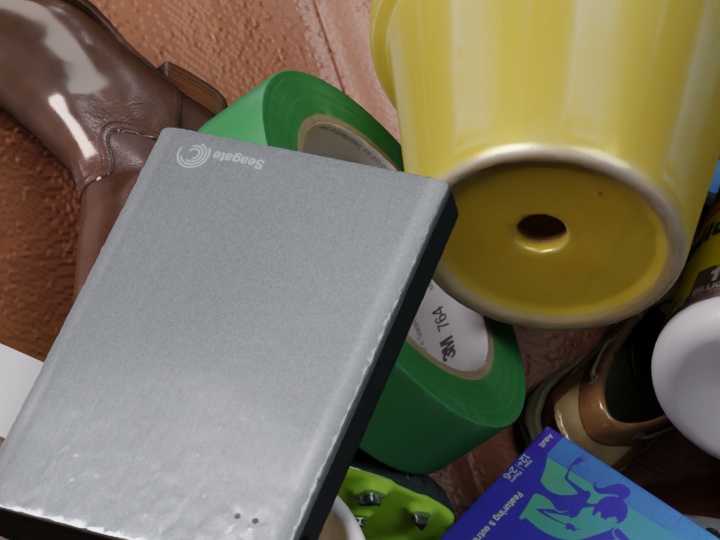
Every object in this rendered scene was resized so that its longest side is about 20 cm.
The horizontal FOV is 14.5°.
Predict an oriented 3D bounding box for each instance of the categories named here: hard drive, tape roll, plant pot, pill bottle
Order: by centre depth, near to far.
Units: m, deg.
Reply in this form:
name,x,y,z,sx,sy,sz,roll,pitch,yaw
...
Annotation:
name,x,y,z,sx,sy,sz,roll,pitch,yaw
hard drive,-0.058,0.036,1.191,0.140,0.033,0.200,12,59,22
tape roll,0.000,0.000,1.344,0.200,0.048,0.200,45,23,-26
plant pot,0.097,-0.082,1.372,0.201,0.201,0.189,27,47,-19
pill bottle,0.221,-0.001,1.414,0.109,0.109,0.200,39,45,-10

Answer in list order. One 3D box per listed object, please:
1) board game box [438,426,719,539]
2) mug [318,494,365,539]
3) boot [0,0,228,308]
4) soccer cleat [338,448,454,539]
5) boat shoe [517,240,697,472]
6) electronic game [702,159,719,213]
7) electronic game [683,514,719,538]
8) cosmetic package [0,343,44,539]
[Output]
name,x,y,z,sx,sy,sz,roll,pitch,yaw
board game box,0.120,0.182,1.317,0.200,0.045,0.152,33,59,22
mug,-0.069,0.183,1.208,0.186,0.153,0.149,-12,52,8
boot,-0.130,-0.035,1.298,0.186,0.064,0.200,21,41,-25
soccer cleat,-0.042,0.075,1.331,0.200,0.068,0.081,22,48,-21
boat shoe,0.164,0.042,1.470,0.076,0.074,0.200,48,51,-3
electronic game,0.185,-0.123,1.580,0.200,0.042,0.200,14,59,-25
electronic game,0.155,0.203,1.356,0.200,0.042,0.200,0,52,1
cosmetic package,-0.167,0.072,1.239,0.200,0.083,0.051,26,46,-20
